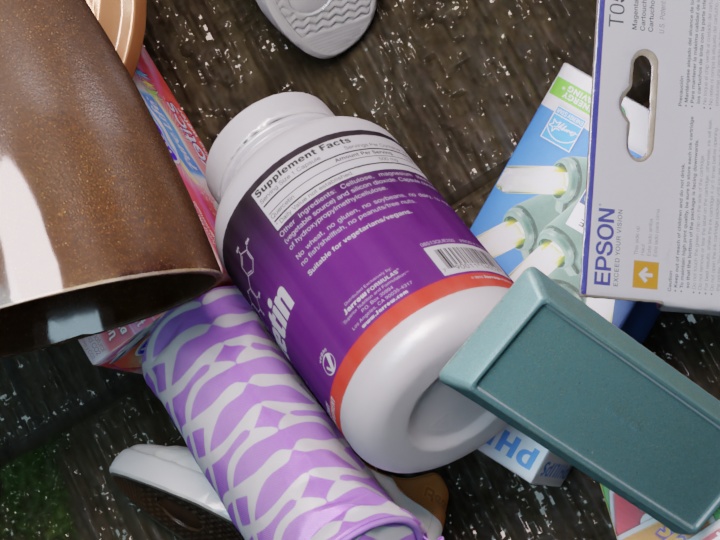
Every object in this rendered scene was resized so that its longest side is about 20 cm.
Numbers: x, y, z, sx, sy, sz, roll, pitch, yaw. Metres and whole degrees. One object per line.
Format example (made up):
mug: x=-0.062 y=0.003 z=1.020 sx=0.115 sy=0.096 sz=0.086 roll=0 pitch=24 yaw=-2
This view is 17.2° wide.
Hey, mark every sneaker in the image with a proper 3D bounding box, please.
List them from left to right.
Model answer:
sneaker: x=-0.063 y=-0.215 z=1.330 sx=0.074 sy=0.201 sz=0.118 roll=-36 pitch=34 yaw=-7
sneaker: x=-0.041 y=0.121 z=1.318 sx=0.200 sy=0.073 sz=0.085 roll=15 pitch=60 yaw=25

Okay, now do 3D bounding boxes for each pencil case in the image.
pencil case: x=-0.038 y=0.094 z=1.238 sx=0.085 sy=0.084 sz=0.200 roll=-23 pitch=53 yaw=-19

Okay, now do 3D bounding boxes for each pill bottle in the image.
pill bottle: x=0.000 y=0.000 z=1.215 sx=0.112 sy=0.112 sz=0.200 roll=-45 pitch=53 yaw=10

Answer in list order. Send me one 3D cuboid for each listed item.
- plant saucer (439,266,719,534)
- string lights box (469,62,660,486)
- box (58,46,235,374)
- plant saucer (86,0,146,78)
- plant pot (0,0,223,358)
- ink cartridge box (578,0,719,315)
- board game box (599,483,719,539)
plant saucer: x=0.125 y=0.071 z=1.168 sx=0.070 sy=0.200 sz=0.019 roll=-50 pitch=39 yaw=7
string lights box: x=0.108 y=0.004 z=1.271 sx=0.103 sy=0.059 sz=0.200 roll=31 pitch=94 yaw=21
box: x=-0.141 y=-0.049 z=1.344 sx=0.095 sy=0.103 sz=0.200 roll=-35 pitch=73 yaw=13
plant saucer: x=-0.215 y=-0.140 z=1.311 sx=0.200 sy=0.032 sz=0.201 roll=-2 pitch=83 yaw=19
plant pot: x=-0.185 y=-0.068 z=1.202 sx=0.187 sy=0.187 sz=0.200 roll=-18 pitch=82 yaw=17
ink cartridge box: x=0.204 y=-0.074 z=1.205 sx=0.200 sy=0.043 sz=0.197 roll=6 pitch=85 yaw=-13
board game box: x=0.227 y=0.109 z=1.235 sx=0.200 sy=0.030 sz=0.096 roll=-19 pitch=77 yaw=14
